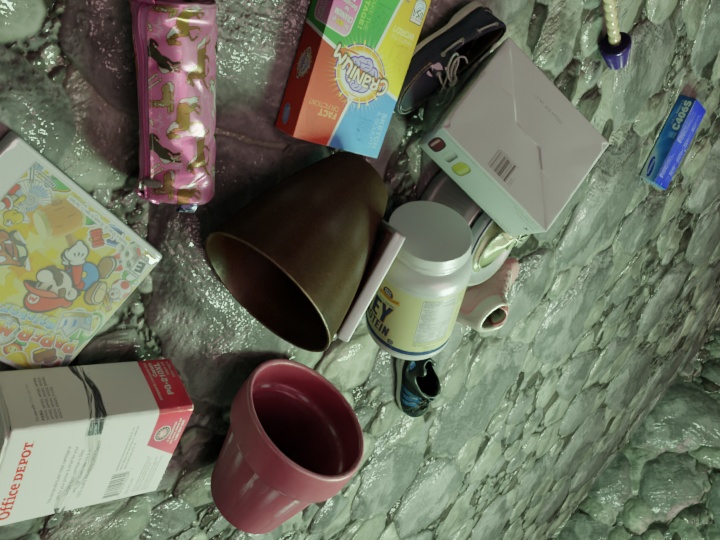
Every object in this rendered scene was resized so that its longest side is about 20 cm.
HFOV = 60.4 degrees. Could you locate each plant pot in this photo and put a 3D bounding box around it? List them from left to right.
[{"bbox_3d":[-0.118,0.263,0.878,0.197,0.202,0.181,10,125,-48],"label":"plant pot"},{"bbox_3d":[-0.056,-0.043,0.753,0.202,0.183,0.190,-52,143,-27],"label":"plant pot"}]

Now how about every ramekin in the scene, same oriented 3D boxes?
[{"bbox_3d":[0.180,-0.069,1.018,0.199,0.094,0.208,-26,133,-31],"label":"ramekin"}]

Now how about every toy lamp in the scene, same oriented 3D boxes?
[{"bbox_3d":[0.429,-0.430,1.061,0.059,0.058,0.200,-49,138,-6],"label":"toy lamp"}]

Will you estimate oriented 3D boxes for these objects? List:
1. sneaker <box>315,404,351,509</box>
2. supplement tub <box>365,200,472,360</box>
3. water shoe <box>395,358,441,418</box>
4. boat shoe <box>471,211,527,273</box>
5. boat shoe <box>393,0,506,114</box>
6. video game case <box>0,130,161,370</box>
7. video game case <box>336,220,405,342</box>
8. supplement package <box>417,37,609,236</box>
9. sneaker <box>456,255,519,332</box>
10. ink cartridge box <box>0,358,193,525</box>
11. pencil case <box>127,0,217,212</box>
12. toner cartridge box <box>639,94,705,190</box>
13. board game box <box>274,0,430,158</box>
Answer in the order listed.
[{"bbox_3d":[-0.052,0.322,1.069,0.079,0.075,0.206,-23,132,-45],"label":"sneaker"},{"bbox_3d":[0.085,0.017,0.916,0.142,0.145,0.204,-26,144,-30],"label":"supplement tub"},{"bbox_3d":[0.111,0.225,1.158,0.071,0.078,0.204,-35,136,-21],"label":"water shoe"},{"bbox_3d":[0.229,-0.072,0.944,0.201,0.062,0.072,-49,140,-8],"label":"boat shoe"},{"bbox_3d":[0.116,-0.276,0.832,0.199,0.062,0.075,-43,157,-15],"label":"boat shoe"},{"bbox_3d":[-0.321,-0.001,0.608,0.183,0.023,0.201,-49,141,-8],"label":"video game case"},{"bbox_3d":[0.000,0.000,0.824,0.017,0.200,0.146,28,96,-12],"label":"video game case"},{"bbox_3d":[0.207,-0.175,0.858,0.199,0.111,0.157,41,83,-8],"label":"supplement package"},{"bbox_3d":[0.260,0.051,1.175,0.197,0.104,0.077,-30,133,-29],"label":"sneaker"},{"bbox_3d":[-0.306,0.184,0.682,0.196,0.085,0.147,3,125,-47],"label":"ink cartridge box"},{"bbox_3d":[-0.179,-0.164,0.599,0.080,0.087,0.206,3,118,-11],"label":"pencil case"},{"bbox_3d":[0.746,-0.303,1.480,0.093,0.043,0.205,8,109,-47],"label":"toner cartridge box"},{"bbox_3d":[-0.007,-0.251,0.745,0.150,0.040,0.206,1,114,-46],"label":"board game box"}]
